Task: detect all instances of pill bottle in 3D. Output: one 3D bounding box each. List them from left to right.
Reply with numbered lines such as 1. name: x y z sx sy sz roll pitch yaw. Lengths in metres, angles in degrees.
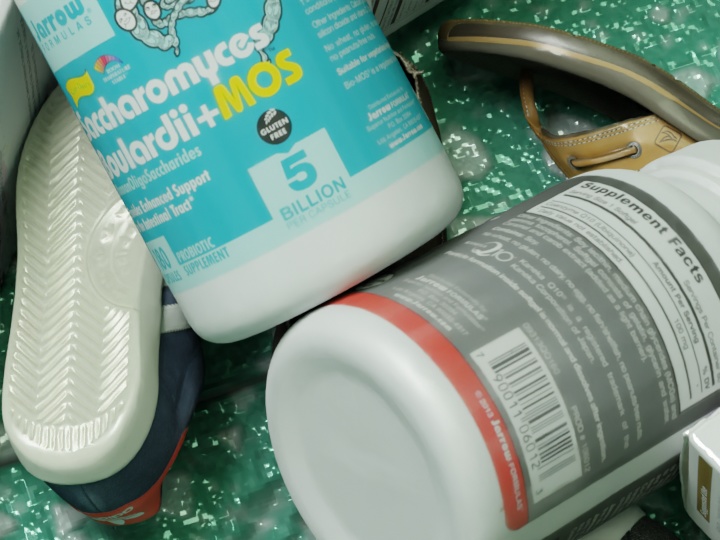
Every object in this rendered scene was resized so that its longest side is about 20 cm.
1. pill bottle: -0.054 -0.084 0.880 0.111 0.111 0.200 -30 95 -16
2. pill bottle: 0.074 0.032 0.901 0.200 0.116 0.116 -27 66 -34

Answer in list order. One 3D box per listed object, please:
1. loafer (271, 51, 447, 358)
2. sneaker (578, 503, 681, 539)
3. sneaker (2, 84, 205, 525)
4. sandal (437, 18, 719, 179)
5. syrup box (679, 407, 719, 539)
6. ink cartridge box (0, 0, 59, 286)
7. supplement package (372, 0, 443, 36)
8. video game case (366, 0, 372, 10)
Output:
1. loafer: 0.000 0.000 0.971 0.073 0.071 0.200 -2 63 -3
2. sneaker: 0.079 0.181 0.883 0.112 0.073 0.200 34 66 15
3. sneaker: -0.090 0.006 0.960 0.075 0.085 0.200 0 57 16
4. sandal: 0.117 -0.048 1.010 0.200 0.082 0.055 28 87 4
5. syrup box: 0.203 0.112 0.845 0.079 0.081 0.200 -39 66 -11
6. ink cartridge box: -0.204 -0.055 0.949 0.146 0.147 0.200 15 63 4
7. supplement package: 0.014 -0.213 1.012 0.152 0.151 0.200 43 55 18
8. video game case: -0.073 -0.166 0.952 0.182 0.200 0.022 23 44 36
